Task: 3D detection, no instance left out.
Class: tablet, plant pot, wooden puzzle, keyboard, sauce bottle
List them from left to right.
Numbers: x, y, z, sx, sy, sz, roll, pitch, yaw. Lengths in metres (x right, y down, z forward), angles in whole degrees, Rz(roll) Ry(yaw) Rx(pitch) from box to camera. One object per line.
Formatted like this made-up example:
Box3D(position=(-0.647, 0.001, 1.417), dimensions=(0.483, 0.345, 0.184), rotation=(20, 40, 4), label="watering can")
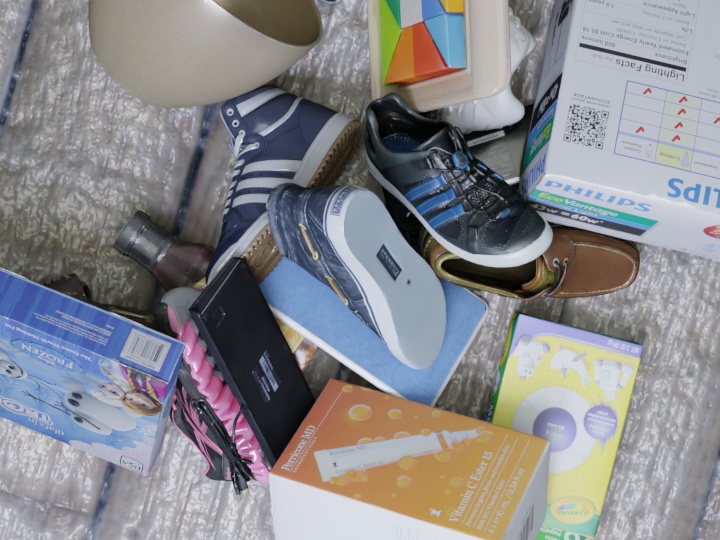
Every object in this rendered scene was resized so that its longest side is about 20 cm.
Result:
Box3D(position=(-0.149, -0.213, 1.258), dimensions=(0.200, 0.200, 0.134), rotation=(46, 114, -1), label="plant pot")
Box3D(position=(-0.123, 0.022, 1.312), dimensions=(0.199, 0.066, 0.066), rotation=(33, 91, 1), label="sauce bottle")
Box3D(position=(-0.092, 0.101, 1.227), dimensions=(0.020, 0.127, 0.201), rotation=(1, 131, 33), label="keyboard")
Box3D(position=(0.004, 0.023, 1.310), dimensions=(0.200, 0.014, 0.130), rotation=(35, 61, -1), label="tablet")
Box3D(position=(0.054, -0.227, 1.249), dimensions=(0.037, 0.200, 0.186), rotation=(-3, 91, -27), label="wooden puzzle")

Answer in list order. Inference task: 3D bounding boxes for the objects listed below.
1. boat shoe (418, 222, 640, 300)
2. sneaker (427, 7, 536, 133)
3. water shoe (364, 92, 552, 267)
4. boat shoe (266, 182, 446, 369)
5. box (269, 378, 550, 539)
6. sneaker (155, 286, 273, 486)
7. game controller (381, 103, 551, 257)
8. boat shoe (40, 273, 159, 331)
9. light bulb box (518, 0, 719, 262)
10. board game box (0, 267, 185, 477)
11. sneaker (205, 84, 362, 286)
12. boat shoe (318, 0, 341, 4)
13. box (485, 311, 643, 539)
Box3D(position=(0.149, -0.001, 1.291), dimensions=(0.199, 0.068, 0.072), rotation=(3, 115, -10), label="boat shoe")
Box3D(position=(0.102, -0.215, 1.311), dimensions=(0.099, 0.078, 0.201), rotation=(-4, 92, -16), label="sneaker")
Box3D(position=(0.071, -0.074, 1.239), dimensions=(0.071, 0.079, 0.200), rotation=(-41, 55, -21), label="water shoe")
Box3D(position=(0.000, 0.000, 1.249), dimensions=(0.071, 0.091, 0.201), rotation=(-54, 135, -26), label="boat shoe")
Box3D(position=(0.042, 0.186, 1.242), dimensions=(0.199, 0.125, 0.098), rotation=(14, 131, 19), label="box")
Box3D(position=(-0.134, 0.105, 1.285), dimensions=(0.095, 0.079, 0.201), rotation=(-9, 118, 32), label="sneaker")
Box3D(position=(0.120, -0.082, 1.328), dimensions=(0.199, 0.042, 0.105), rotation=(-18, 77, 0), label="game controller")
Box3D(position=(-0.256, 0.045, 1.317), dimensions=(0.199, 0.075, 0.074), rotation=(19, 65, 4), label="boat shoe")
Box3D(position=(0.248, -0.132, 1.253), dimensions=(0.197, 0.125, 0.201), rotation=(13, 76, -2), label="light bulb box")
Box3D(position=(-0.252, 0.082, 1.250), dimensions=(0.199, 0.199, 0.044), rotation=(22, 60, 0), label="board game box")
Box3D(position=(-0.095, -0.072, 1.281), dimensions=(0.108, 0.070, 0.200), rotation=(30, 67, 15), label="sneaker")
Box3D(position=(-0.065, -0.305, 1.258), dimensions=(0.073, 0.062, 0.200), rotation=(-22, 129, 23), label="boat shoe")
Box3D(position=(0.165, 0.147, 1.323), dimensions=(0.117, 0.048, 0.201), rotation=(14, 93, 0), label="box")
